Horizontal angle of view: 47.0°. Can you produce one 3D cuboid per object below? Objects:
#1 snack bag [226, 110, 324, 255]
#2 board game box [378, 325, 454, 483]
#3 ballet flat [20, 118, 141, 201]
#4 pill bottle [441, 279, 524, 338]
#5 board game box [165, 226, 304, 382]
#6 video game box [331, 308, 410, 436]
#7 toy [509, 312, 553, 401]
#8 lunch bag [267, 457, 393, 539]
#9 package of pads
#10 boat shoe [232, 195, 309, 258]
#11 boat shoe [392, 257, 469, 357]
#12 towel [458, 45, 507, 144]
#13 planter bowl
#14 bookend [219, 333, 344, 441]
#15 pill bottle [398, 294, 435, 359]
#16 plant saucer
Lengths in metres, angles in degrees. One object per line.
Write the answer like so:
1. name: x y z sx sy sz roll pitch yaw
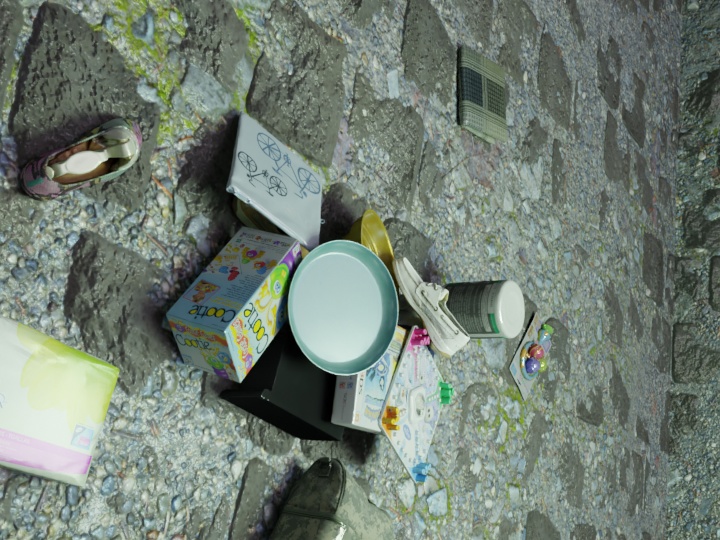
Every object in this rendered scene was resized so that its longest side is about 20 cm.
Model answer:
1. snack bag: -0.127 -0.131 1.277 0.188 0.021 0.202 38 32 -31
2. board game box: 0.104 0.235 1.443 0.201 0.026 0.202 62 40 -41
3. ballet flat: -0.334 -0.143 1.049 0.200 0.070 0.070 -40 116 -48
4. pill bottle: 0.217 0.080 1.656 0.112 0.198 0.115 7 81 -52
5. board game box: -0.172 0.045 1.200 0.201 0.103 0.104 -55 148 -40
6. video game box: 0.024 0.173 1.370 0.200 0.046 0.185 30 65 -59
7. toy: 0.440 0.213 2.066 0.116 0.047 0.201 60 44 -28
8. lunch bag: -0.035 0.420 1.338 0.201 0.138 0.169 55 47 -35
9. package of pads: -0.386 0.149 0.954 0.199 0.067 0.157 35 60 -47
10. boat shoe: -0.117 -0.064 1.326 0.199 0.075 0.073 37 58 -45
11. boat shoe: 0.130 0.053 1.489 0.202 0.069 0.071 58 20 10
12. towel: 0.283 -0.405 1.938 0.199 0.034 0.196 10 76 -50
13. planter bowl: 0.000 0.000 1.450 0.200 0.082 0.204 -11 90 -72
14. bookend: -0.100 0.143 1.317 0.199 0.091 0.202 37 56 -43
15. pill bottle: 0.083 0.152 1.543 0.111 0.110 0.203 37 59 -45
16. plant saucer: -0.029 0.056 1.256 0.198 0.027 0.204 5 81 -34
